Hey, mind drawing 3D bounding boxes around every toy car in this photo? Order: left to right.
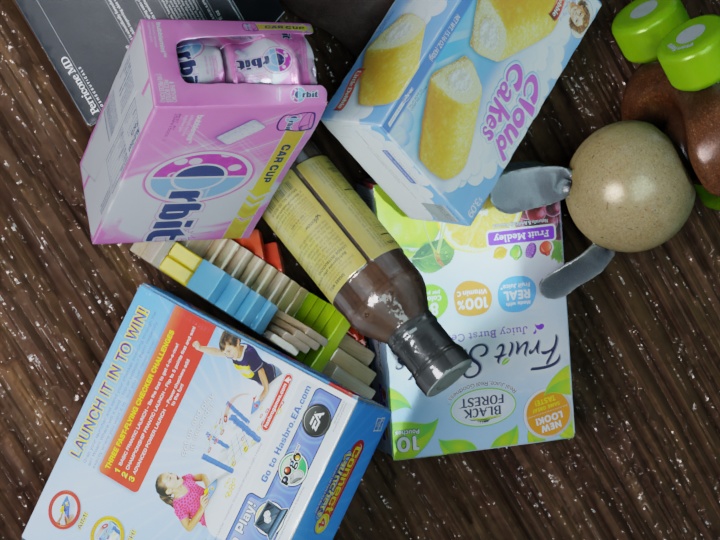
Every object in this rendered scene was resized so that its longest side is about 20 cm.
[{"bbox_3d":[0.192,-0.070,1.596,0.200,0.158,0.165,-34,115,-4],"label":"toy car"}]

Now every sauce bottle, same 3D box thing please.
[{"bbox_3d":[0.000,0.000,1.554,0.065,0.065,0.200,-35,73,-7],"label":"sauce bottle"}]

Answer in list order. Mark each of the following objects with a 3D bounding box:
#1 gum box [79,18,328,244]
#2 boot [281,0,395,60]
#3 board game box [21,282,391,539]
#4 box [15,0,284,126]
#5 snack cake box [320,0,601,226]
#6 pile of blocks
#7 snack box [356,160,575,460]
[{"bbox_3d":[-0.105,-0.091,1.470,0.113,0.200,0.066,-3,65,-21],"label":"gum box"},{"bbox_3d":[0.020,-0.252,1.575,0.166,0.072,0.200,41,88,-25],"label":"boot"},{"bbox_3d":[-0.107,0.140,1.532,0.056,0.195,0.201,24,93,-60],"label":"board game box"},{"bbox_3d":[-0.163,-0.219,1.486,0.141,0.079,0.200,-23,106,21],"label":"box"},{"bbox_3d":[0.072,-0.144,1.551,0.115,0.067,0.200,45,67,-36],"label":"snack cake box"},{"bbox_3d":[-0.061,0.015,1.576,0.200,0.082,0.062,34,86,-17],"label":"pile of blocks"},{"bbox_3d":[0.077,0.028,1.629,0.142,0.053,0.201,-6,98,-13],"label":"snack box"}]
